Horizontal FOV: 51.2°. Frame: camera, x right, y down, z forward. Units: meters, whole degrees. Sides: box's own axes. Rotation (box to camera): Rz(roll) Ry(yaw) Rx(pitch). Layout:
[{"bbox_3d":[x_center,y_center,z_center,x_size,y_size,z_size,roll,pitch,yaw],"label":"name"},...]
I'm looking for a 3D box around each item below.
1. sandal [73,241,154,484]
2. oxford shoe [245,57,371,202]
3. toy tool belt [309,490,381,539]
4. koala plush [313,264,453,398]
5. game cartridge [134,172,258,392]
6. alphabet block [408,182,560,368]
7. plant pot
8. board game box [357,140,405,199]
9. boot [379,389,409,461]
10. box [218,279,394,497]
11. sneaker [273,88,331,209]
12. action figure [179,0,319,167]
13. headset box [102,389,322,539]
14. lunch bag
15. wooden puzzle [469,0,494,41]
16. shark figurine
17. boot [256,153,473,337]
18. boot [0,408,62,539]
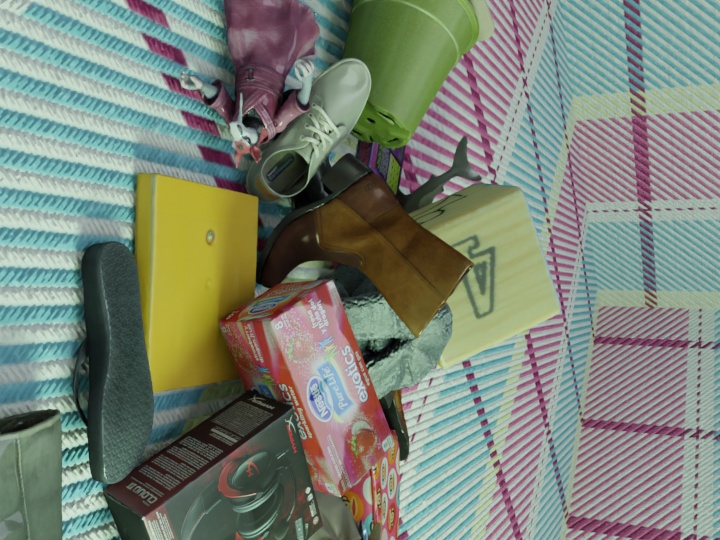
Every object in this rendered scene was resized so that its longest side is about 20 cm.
[{"bbox_3d":[-0.218,0.079,0.651,0.076,0.042,0.205,27,57,-70],"label":"sandal"},{"bbox_3d":[-0.052,-0.156,0.858,0.075,0.058,0.201,43,84,-25],"label":"oxford shoe"},{"bbox_3d":[-0.027,0.345,0.895,0.125,0.122,0.201,-49,158,-23],"label":"toy tool belt"},{"bbox_3d":[0.014,0.049,1.005,0.201,0.180,0.180,-118,-166,-59],"label":"koala plush"},{"bbox_3d":[-0.166,0.014,0.766,0.176,0.032,0.205,6,87,-65],"label":"game cartridge"},{"bbox_3d":[0.151,-0.001,1.124,0.195,0.197,0.200,-146,-147,-78],"label":"alphabet block"},{"bbox_3d":[0.044,-0.285,1.058,0.200,0.197,0.193,44,65,-56],"label":"plant pot"},{"bbox_3d":[0.041,-0.224,1.199,0.120,0.032,0.204,51,45,-59],"label":"board game box"},{"bbox_3d":[0.052,0.180,1.219,0.190,0.067,0.201,65,28,-30],"label":"boot"},{"bbox_3d":[-0.055,0.121,0.790,0.095,0.099,0.203,-32,109,-39],"label":"box"},{"bbox_3d":[-0.072,-0.126,0.929,0.090,0.075,0.205,-6,89,-54],"label":"sneaker"},{"bbox_3d":[-0.116,-0.205,0.818,0.149,0.131,0.204,118,-19,-77],"label":"action figure"},{"bbox_3d":[-0.140,0.235,0.716,0.199,0.074,0.152,-31,118,-40],"label":"headset box"},{"bbox_3d":[0.014,0.330,1.082,0.176,0.080,0.205,9,81,-70],"label":"lunch bag"},{"bbox_3d":[0.077,-0.390,1.076,0.185,0.197,0.038,45,59,-56],"label":"wooden puzzle"},{"bbox_3d":[0.096,-0.125,1.238,0.126,0.216,0.090,-9,57,-36],"label":"shark figurine"},{"bbox_3d":[0.000,0.000,0.859,0.188,0.200,0.069,-45,172,-5],"label":"boot"},{"bbox_3d":[-0.261,0.216,0.516,0.182,0.071,0.205,-38,132,-75],"label":"boot"}]
